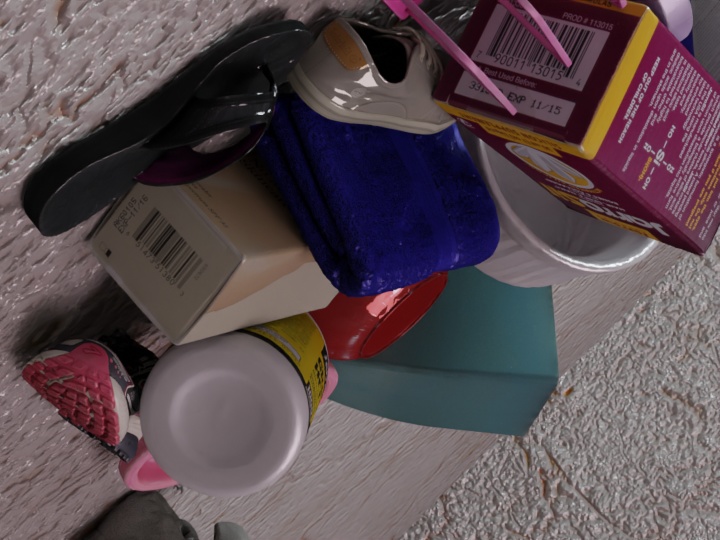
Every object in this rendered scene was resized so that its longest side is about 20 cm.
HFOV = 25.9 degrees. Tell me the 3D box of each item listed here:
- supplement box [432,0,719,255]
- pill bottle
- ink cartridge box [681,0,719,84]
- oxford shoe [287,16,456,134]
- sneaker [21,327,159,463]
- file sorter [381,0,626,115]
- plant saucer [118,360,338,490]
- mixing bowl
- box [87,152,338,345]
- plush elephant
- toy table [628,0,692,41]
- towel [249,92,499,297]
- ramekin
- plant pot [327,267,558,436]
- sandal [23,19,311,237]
[{"bbox_3d":[0.164,-0.105,1.060,0.200,0.131,0.104,30,85,-49],"label":"supplement box"},{"bbox_3d":[-0.082,0.076,1.106,0.112,0.112,0.200,-47,-175,13],"label":"pill bottle"},{"bbox_3d":[0.286,-0.177,1.260,0.043,0.201,0.198,8,149,-15],"label":"ink cartridge box"},{"bbox_3d":[0.027,-0.133,1.034,0.058,0.075,0.200,-46,161,26],"label":"oxford shoe"},{"bbox_3d":[-0.176,0.073,1.075,0.075,0.080,0.200,-56,176,-12],"label":"sneaker"},{"bbox_3d":[0.107,-0.208,0.916,0.200,0.125,0.139,-46,162,7],"label":"file sorter"},{"bbox_3d":[-0.117,0.116,1.317,0.200,0.051,0.201,-27,164,-8],"label":"plant saucer"},{"bbox_3d":[0.000,0.000,1.261,0.200,0.108,0.200,-40,166,-12],"label":"mixing bowl"},{"bbox_3d":[-0.076,-0.020,1.031,0.078,0.095,0.200,-50,166,22],"label":"box"},{"bbox_3d":[-0.179,0.291,1.489,0.200,0.155,0.165,-48,165,16],"label":"plush elephant"},{"bbox_3d":[0.209,-0.230,1.066,0.117,0.184,0.200,-37,-155,-1],"label":"toy table"},{"bbox_3d":[0.020,-0.063,1.058,0.049,0.148,0.200,-33,171,31],"label":"towel"},{"bbox_3d":[0.144,-0.083,1.235,0.200,0.201,0.098,-33,-176,-35],"label":"ramekin"},{"bbox_3d":[0.060,0.059,1.403,0.199,0.142,0.141,1,154,-7],"label":"plant pot"},{"bbox_3d":[-0.100,-0.074,0.902,0.200,0.048,0.075,-38,164,-21],"label":"sandal"}]
